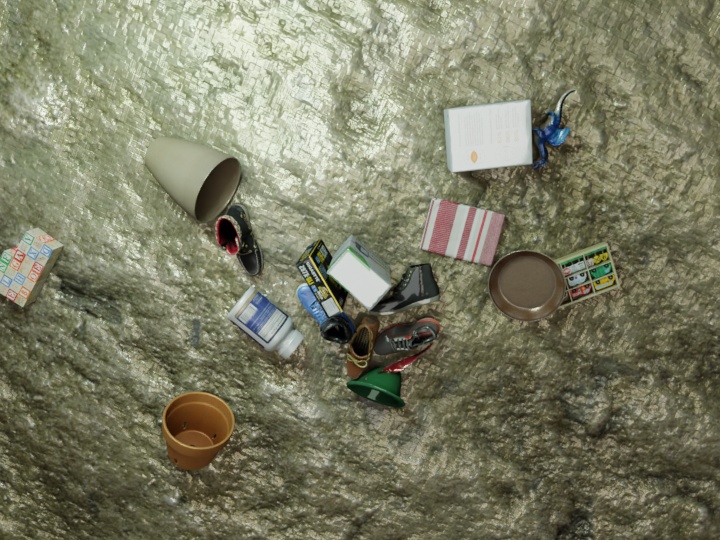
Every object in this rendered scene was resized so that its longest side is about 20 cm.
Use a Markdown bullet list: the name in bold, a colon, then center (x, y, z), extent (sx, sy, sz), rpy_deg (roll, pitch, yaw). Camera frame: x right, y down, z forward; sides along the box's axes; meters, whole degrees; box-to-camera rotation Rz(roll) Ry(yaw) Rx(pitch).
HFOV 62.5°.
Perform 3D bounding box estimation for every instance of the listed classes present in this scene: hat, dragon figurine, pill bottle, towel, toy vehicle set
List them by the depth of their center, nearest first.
- **dragon figurine**: center (0.480, -0.347, 1.474), extent (0.099, 0.059, 0.200), rpy_deg (39, 104, -7)
- **towel**: center (0.269, -0.102, 1.571), extent (0.197, 0.023, 0.146), rpy_deg (13, 107, 1)
- **toy vehicle set**: center (0.575, 0.018, 1.582), extent (0.198, 0.027, 0.125), rpy_deg (-21, 103, 8)
- **pill bottle**: center (-0.256, 0.147, 1.619), extent (0.200, 0.111, 0.111), rpy_deg (40, 103, -7)
- **hat**: center (0.079, 0.274, 1.671), extent (0.198, 0.166, 0.178), rpy_deg (17, 67, 8)

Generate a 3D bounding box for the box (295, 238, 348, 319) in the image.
- **box**: center (-0.093, 0.017, 1.530), extent (0.049, 0.200, 0.161), rpy_deg (-29, 101, 12)

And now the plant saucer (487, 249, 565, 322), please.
- **plant saucer**: center (0.440, 0.037, 1.571), extent (0.198, 0.037, 0.203), rpy_deg (7, 112, 18)

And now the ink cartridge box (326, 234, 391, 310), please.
- **ink cartridge box**: center (0.000, 0.000, 1.521), extent (0.145, 0.200, 0.088), rpy_deg (41, 100, -7)

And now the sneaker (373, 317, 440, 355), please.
- **sneaker**: center (0.121, 0.187, 1.622), extent (0.198, 0.082, 0.078), rpy_deg (-24, 103, 12)

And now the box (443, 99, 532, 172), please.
- **box**: center (0.312, -0.332, 1.462), extent (0.197, 0.106, 0.154), rpy_deg (-5, 105, 4)

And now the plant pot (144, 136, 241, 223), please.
- **plant pot**: center (-0.438, -0.252, 1.503), extent (0.199, 0.187, 0.189), rpy_deg (32, 105, 9)

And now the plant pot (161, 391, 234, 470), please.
- **plant pot**: center (-0.468, 0.468, 1.685), extent (0.198, 0.201, 0.141), rpy_deg (20, 121, -2)

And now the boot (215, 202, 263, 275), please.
- **boot**: center (-0.315, -0.067, 1.544), extent (0.072, 0.151, 0.203), rpy_deg (-9, 104, 6)

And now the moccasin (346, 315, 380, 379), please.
- **moccasin**: center (0.001, 0.220, 1.625), extent (0.073, 0.078, 0.203), rpy_deg (31, 124, 12)

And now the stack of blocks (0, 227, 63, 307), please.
- **stack of blocks**: center (-0.925, -0.016, 1.639), extent (0.115, 0.059, 0.201), rpy_deg (34, 104, -6)

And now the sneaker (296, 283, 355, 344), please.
- **sneaker**: center (-0.096, 0.119, 1.602), extent (0.077, 0.111, 0.200), rpy_deg (-43, 98, 13)

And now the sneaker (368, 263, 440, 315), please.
- **sneaker**: center (0.108, 0.050, 1.599), extent (0.198, 0.075, 0.107), rpy_deg (-16, 99, -2)
